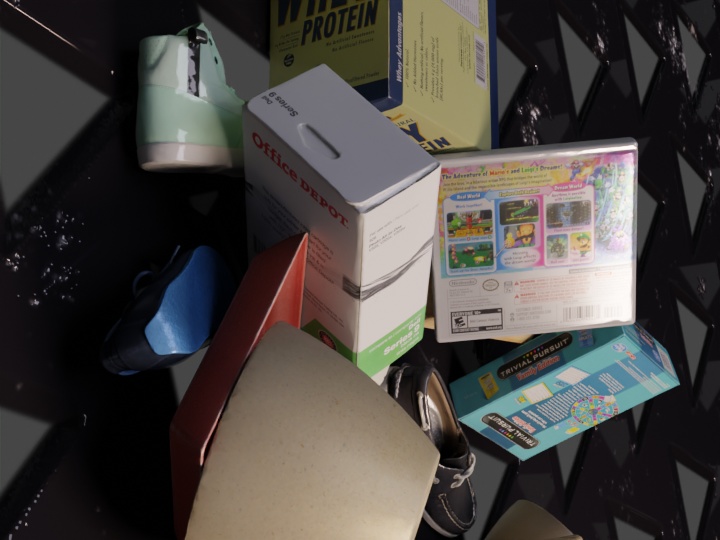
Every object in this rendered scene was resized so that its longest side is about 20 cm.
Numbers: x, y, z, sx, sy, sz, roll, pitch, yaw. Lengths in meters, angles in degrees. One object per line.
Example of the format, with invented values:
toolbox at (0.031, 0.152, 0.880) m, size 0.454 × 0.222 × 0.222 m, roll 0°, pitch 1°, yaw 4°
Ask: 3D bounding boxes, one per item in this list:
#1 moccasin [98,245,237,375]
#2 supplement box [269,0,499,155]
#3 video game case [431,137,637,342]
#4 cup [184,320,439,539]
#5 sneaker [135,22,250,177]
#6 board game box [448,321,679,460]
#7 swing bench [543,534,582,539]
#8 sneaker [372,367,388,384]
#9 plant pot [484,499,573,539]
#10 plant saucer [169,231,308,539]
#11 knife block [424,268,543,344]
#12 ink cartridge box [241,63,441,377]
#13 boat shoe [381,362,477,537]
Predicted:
moccasin at (-0.141, 0.027, 0.921) m, size 0.082 × 0.067 × 0.200 m, roll 66°, pitch 12°, yaw 0°
supplement box at (0.025, -0.210, 1.171) m, size 0.199 × 0.133 × 0.204 m, roll 19°, pitch 66°, yaw -53°
video game case at (0.164, -0.027, 1.187) m, size 0.024 × 0.196 × 0.185 m, roll -100°, pitch -175°, yaw -69°
cup at (-0.024, 0.154, 0.895) m, size 0.200 × 0.141 × 0.204 m, roll 18°, pitch 90°, yaw -83°
sneaker at (-0.101, -0.139, 1.016) m, size 0.199 × 0.073 × 0.121 m, roll -1°, pitch 86°, yaw -55°
board game box at (0.216, 0.120, 1.326) m, size 0.151 × 0.198 × 0.047 m, roll 35°, pitch 33°, yaw -47°
swing bench at (0.108, 0.358, 1.122) m, size 0.129 × 0.197 × 0.203 m, roll -20°, pitch 100°, yaw -65°
sneaker at (0.001, 0.000, 1.138) m, size 0.112 × 0.076 × 0.202 m, roll 55°, pitch 47°, yaw -48°
plant pot at (0.171, 0.351, 1.247) m, size 0.134 × 0.200 × 0.202 m, roll -35°, pitch 118°, yaw -14°
plant saucer at (-0.094, 0.099, 0.933) m, size 0.201 × 0.036 × 0.201 m, roll 99°, pitch 11°, yaw -52°
knife block at (0.153, 0.034, 1.281) m, size 0.199 × 0.174 × 0.065 m, roll -33°, pitch 153°, yaw -54°
ink cartridge box at (-0.018, -0.033, 0.973) m, size 0.083 × 0.146 × 0.202 m, roll -31°, pitch 147°, yaw -27°
boat shoe at (0.079, 0.178, 1.231) m, size 0.074 × 0.060 × 0.202 m, roll -48°, pitch 122°, yaw -50°
